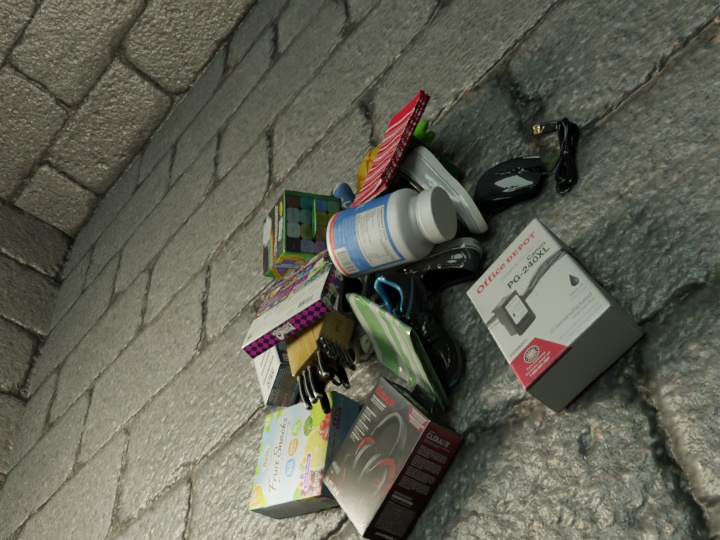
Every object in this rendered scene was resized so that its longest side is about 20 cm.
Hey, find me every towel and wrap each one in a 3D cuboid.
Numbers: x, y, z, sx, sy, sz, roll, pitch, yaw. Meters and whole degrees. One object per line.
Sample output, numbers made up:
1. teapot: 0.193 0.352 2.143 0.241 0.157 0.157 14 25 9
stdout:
1. towel: 0.049 -0.205 1.209 0.204 0.022 0.144 -65 14 -22
2. towel: 0.052 0.116 1.055 0.023 0.155 0.199 -33 28 -14

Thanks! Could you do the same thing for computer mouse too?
1. computer mouse: 0.251 -0.172 1.102 0.198 0.046 0.144 -14 54 50

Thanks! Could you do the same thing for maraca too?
1. maraca: 0.066 -0.198 1.326 0.200 0.106 0.139 -46 38 20

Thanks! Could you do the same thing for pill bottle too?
1. pill bottle: 0.051 -0.064 1.112 0.196 0.112 0.115 -16 50 34

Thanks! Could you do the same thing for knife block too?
1. knife block: -0.082 0.155 1.162 0.198 0.063 0.179 -17 47 51

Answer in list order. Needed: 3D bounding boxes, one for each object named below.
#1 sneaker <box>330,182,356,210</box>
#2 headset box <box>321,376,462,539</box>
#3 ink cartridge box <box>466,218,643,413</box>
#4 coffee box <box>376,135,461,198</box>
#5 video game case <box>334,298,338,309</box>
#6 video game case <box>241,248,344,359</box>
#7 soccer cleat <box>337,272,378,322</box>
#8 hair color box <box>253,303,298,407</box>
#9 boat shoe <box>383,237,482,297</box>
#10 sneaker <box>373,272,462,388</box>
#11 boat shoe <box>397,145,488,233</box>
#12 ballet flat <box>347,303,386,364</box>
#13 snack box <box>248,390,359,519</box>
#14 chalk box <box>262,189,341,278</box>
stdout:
1. sneaker: -0.009 -0.103 1.390 0.077 0.075 0.204 -41 46 31
2. headset box: 0.046 0.261 1.002 0.203 0.074 0.148 -59 31 1
3. ink cartridge box: 0.239 0.052 0.898 0.146 0.083 0.202 -48 33 17
4. coffee box: 0.078 -0.124 1.236 0.203 0.121 0.044 -60 8 0
5. video game case: -0.069 0.074 1.377 0.200 0.019 0.144 -45 34 20
6. video game case: -0.107 0.046 1.221 0.198 0.036 0.183 -33 23 30
7. soccer cleat: 0.000 0.000 1.255 0.067 0.085 0.205 13 76 11
8. hair color box: -0.164 0.164 1.373 0.201 0.059 0.102 -119 45 -55
9. boat shoe: 0.112 0.012 1.133 0.197 0.070 0.068 -20 46 36
10. sneaker: 0.081 0.090 1.054 0.073 0.081 0.202 -48 54 29
11. boat shoe: 0.130 -0.123 1.147 0.068 0.072 0.201 -38 65 3
12. ballet flat: 0.001 0.122 1.212 0.198 0.066 0.065 -33 67 37
13. snack box: -0.095 0.312 1.169 0.198 0.067 0.172 -29 43 42
14. chalk box: -0.105 -0.070 1.346 0.200 0.121 0.129 144 128 -61
